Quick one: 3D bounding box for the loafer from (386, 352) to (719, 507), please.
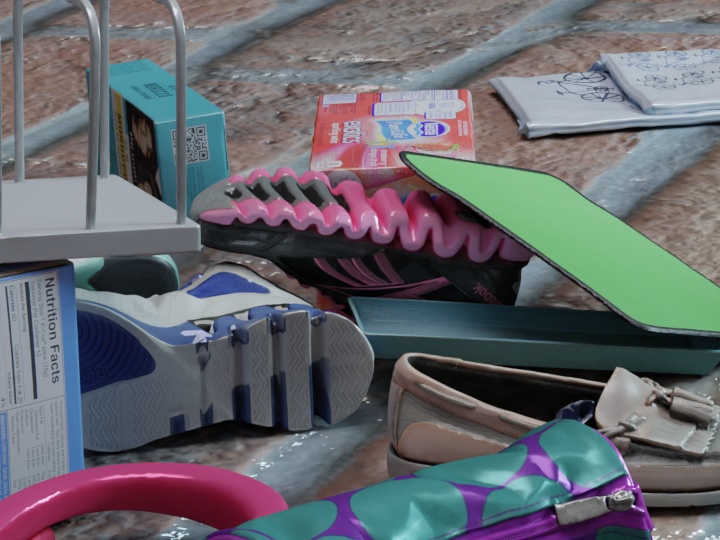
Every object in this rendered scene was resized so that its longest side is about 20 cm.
[{"bbox_3d":[0.108,0.074,1.363,0.199,0.063,0.072,1,17,15],"label":"loafer"}]

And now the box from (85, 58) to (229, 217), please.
[{"bbox_3d":[-0.139,-0.086,1.939,0.049,0.083,0.200,-10,17,-16],"label":"box"}]

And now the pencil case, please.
[{"bbox_3d":[0.029,0.121,1.178,0.199,0.086,0.092,-16,-8,-35],"label":"pencil case"}]

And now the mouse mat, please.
[{"bbox_3d":[0.130,-0.013,1.565,0.200,0.008,0.161,36,18,35],"label":"mouse mat"}]

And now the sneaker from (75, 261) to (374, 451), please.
[{"bbox_3d":[-0.099,0.044,1.512,0.198,0.081,0.115,1,11,-10],"label":"sneaker"}]

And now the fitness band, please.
[{"bbox_3d":[-0.110,0.134,1.255,0.143,0.038,0.200,3,18,20],"label":"fitness band"}]

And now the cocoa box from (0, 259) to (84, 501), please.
[{"bbox_3d":[-0.242,0.051,1.393,0.131,0.134,0.199,-13,19,-37],"label":"cocoa box"}]

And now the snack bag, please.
[{"bbox_3d":[0.203,-0.138,2.154,0.199,0.022,0.189,-5,17,-5],"label":"snack bag"}]

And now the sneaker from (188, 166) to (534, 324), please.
[{"bbox_3d":[0.000,0.000,1.577,0.199,0.096,0.079,8,22,-7],"label":"sneaker"}]

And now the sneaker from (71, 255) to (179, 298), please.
[{"bbox_3d":[-0.219,0.012,1.650,0.199,0.078,0.140,-1,12,-29],"label":"sneaker"}]

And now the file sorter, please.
[{"bbox_3d":[-0.192,-0.076,1.366,0.199,0.125,0.139,-3,14,-22],"label":"file sorter"}]

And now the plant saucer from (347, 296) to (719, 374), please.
[{"bbox_3d":[0.094,0.036,1.533,0.199,0.019,0.070,4,15,-8],"label":"plant saucer"}]

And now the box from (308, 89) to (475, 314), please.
[{"bbox_3d":[0.023,-0.044,1.734,0.102,0.095,0.200,-3,16,1],"label":"box"}]
